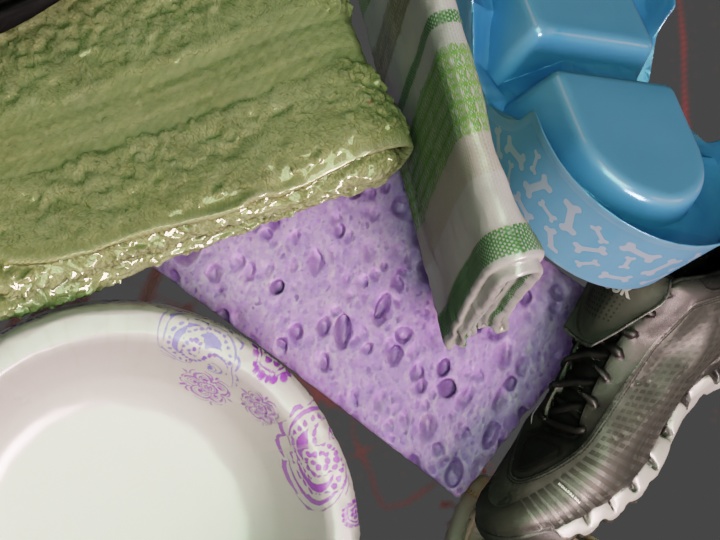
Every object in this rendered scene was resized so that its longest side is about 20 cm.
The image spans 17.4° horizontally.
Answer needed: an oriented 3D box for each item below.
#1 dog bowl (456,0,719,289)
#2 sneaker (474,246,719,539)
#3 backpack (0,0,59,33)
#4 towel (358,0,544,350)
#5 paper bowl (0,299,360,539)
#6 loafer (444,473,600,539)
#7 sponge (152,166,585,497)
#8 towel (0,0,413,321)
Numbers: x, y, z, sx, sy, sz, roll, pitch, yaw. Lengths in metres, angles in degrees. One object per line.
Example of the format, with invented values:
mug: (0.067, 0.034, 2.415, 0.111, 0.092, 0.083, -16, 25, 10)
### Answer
dog bowl: (0.094, -0.078, 1.016, 0.111, 0.050, 0.200, 4, 52, -34)
sneaker: (0.116, 0.038, 1.043, 0.200, 0.066, 0.091, -40, 123, -18)
backpack: (-0.225, -0.145, 0.927, 0.200, 0.163, 0.168, -29, 75, 3)
towel: (0.035, -0.077, 0.984, 0.031, 0.149, 0.200, -12, 78, -9)
paper bowl: (-0.104, 0.112, 1.020, 0.200, 0.104, 0.201, 0, 92, -7)
loafer: (0.133, 0.148, 1.074, 0.200, 0.072, 0.063, 17, 83, -5)
sponge: (0.000, 0.000, 1.067, 0.200, 0.030, 0.112, 38, 87, -8)
towel: (-0.090, -0.068, 1.016, 0.200, 0.036, 0.149, -21, 63, -2)
